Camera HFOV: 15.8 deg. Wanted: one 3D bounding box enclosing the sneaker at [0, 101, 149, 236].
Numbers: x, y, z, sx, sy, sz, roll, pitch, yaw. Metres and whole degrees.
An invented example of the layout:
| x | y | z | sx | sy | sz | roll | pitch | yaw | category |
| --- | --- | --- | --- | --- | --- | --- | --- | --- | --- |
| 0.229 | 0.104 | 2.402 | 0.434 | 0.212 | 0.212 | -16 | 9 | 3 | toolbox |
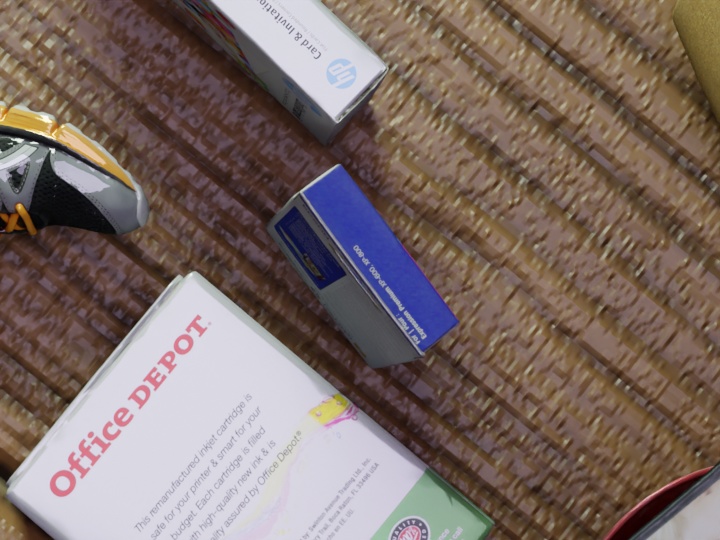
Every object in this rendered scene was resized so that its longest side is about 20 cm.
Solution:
| x | y | z | sx | sy | sz | roll | pitch | yaw | category |
| --- | --- | --- | --- | --- | --- | --- | --- | --- | --- |
| -0.203 | -0.045 | 1.300 | 0.200 | 0.078 | 0.077 | 14 | 72 | 7 | sneaker |

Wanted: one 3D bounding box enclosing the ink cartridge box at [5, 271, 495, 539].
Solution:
| x | y | z | sx | sy | sz | roll | pitch | yaw | category |
| --- | --- | --- | --- | --- | --- | --- | --- | --- | --- |
| -0.057 | 0.118 | 1.301 | 0.200 | 0.084 | 0.145 | 40 | 85 | -2 | ink cartridge box |

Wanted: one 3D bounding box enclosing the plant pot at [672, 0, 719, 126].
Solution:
| x | y | z | sx | sy | sz | roll | pitch | yaw | category |
| --- | --- | --- | --- | --- | --- | --- | --- | --- | --- |
| 0.256 | -0.088 | 1.302 | 0.186 | 0.186 | 0.200 | -41 | 78 | -5 | plant pot |

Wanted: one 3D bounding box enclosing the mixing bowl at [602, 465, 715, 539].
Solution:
| x | y | z | sx | sy | sz | roll | pitch | yaw | category |
| --- | --- | --- | --- | --- | --- | --- | --- | --- | --- |
| 0.190 | 0.194 | 1.304 | 0.200 | 0.108 | 0.201 | 0 | 87 | -5 | mixing bowl |

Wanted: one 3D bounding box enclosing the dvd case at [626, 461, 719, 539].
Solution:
| x | y | z | sx | sy | sz | roll | pitch | yaw | category |
| --- | --- | --- | --- | --- | --- | --- | --- | --- | --- |
| 0.170 | 0.174 | 1.176 | 0.200 | 0.018 | 0.143 | -41 | 76 | 4 | dvd case |

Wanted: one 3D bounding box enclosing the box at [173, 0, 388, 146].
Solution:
| x | y | z | sx | sy | sz | roll | pitch | yaw | category |
| --- | --- | --- | --- | --- | --- | --- | --- | --- | --- |
| -0.074 | -0.148 | 1.279 | 0.200 | 0.156 | 0.041 | 43 | 87 | -2 | box |

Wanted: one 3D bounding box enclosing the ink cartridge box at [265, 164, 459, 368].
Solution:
| x | y | z | sx | sy | sz | roll | pitch | yaw | category |
| --- | --- | --- | --- | --- | --- | --- | --- | --- | --- |
| 0.000 | 0.000 | 1.254 | 0.037 | 0.200 | 0.095 | -37 | 91 | -5 | ink cartridge box |
